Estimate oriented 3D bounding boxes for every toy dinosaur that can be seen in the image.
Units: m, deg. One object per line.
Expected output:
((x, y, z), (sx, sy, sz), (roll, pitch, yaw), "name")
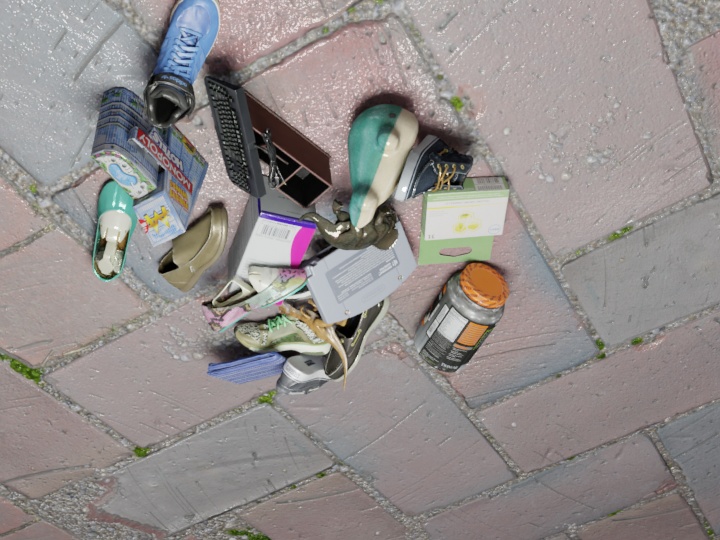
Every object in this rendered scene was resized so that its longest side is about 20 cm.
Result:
((-0.063, 0.111, 1.695), (0.200, 0.060, 0.106), (43, 119, 4), "toy dinosaur")
((-0.005, -0.067, 1.481), (0.198, 0.077, 0.103), (-13, 131, -29), "toy dinosaur")

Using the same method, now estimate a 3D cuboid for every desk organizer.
((-0.136, -0.187, 1.436), (0.071, 0.078, 0.199), (-37, 129, 26), "desk organizer")

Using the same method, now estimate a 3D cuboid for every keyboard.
((-0.170, -0.188, 1.356), (0.126, 0.021, 0.201), (24, 143, 28), "keyboard")

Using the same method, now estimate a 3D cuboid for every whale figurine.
((0.016, -0.166, 1.404), (0.103, 0.202, 0.160), (23, 153, 3), "whale figurine")

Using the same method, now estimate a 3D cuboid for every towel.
((-0.204, 0.188, 1.775), (0.143, 0.024, 0.200), (-14, 166, 7), "towel")

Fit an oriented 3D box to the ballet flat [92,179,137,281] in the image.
((-0.412, -0.056, 1.530), (0.066, 0.071, 0.201), (8, 133, -15), "ballet flat")

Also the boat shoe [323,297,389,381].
((-0.021, 0.118, 1.733), (0.060, 0.072, 0.203), (20, 105, -38), "boat shoe")

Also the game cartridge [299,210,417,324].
((0.000, 0.000, 1.594), (0.199, 0.040, 0.134), (-32, 114, -16), "game cartridge")

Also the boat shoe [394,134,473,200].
((0.119, -0.152, 1.416), (0.090, 0.201, 0.071), (24, 122, 7), "boat shoe")

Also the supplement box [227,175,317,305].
((-0.154, -0.048, 1.555), (0.100, 0.104, 0.201), (11, 131, -20), "supplement box")

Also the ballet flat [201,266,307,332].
((-0.184, 0.035, 1.524), (0.198, 0.069, 0.071), (-27, 113, 19), "ballet flat")

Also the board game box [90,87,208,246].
((-0.309, -0.147, 1.363), (0.061, 0.201, 0.200), (-24, 134, 17), "board game box")

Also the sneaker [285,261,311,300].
((-0.065, 0.025, 1.664), (0.197, 0.075, 0.080), (-12, 141, 3), "sneaker")

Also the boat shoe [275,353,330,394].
((-0.105, 0.207, 1.779), (0.068, 0.071, 0.200), (-56, 165, 12), "boat shoe")

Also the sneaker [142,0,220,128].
((-0.252, -0.290, 1.292), (0.076, 0.112, 0.200), (19, 129, -25), "sneaker")

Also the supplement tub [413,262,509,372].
((0.193, 0.088, 1.729), (0.121, 0.123, 0.201), (13, 131, -21), "supplement tub")

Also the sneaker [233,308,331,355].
((-0.143, 0.104, 1.743), (0.197, 0.077, 0.089), (3, 122, -19), "sneaker")

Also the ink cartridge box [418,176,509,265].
((0.179, -0.074, 1.620), (0.143, 0.048, 0.202), (-4, 133, -6), "ink cartridge box")

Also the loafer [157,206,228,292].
((-0.287, -0.036, 1.566), (0.067, 0.077, 0.200), (15, 131, -30), "loafer")
